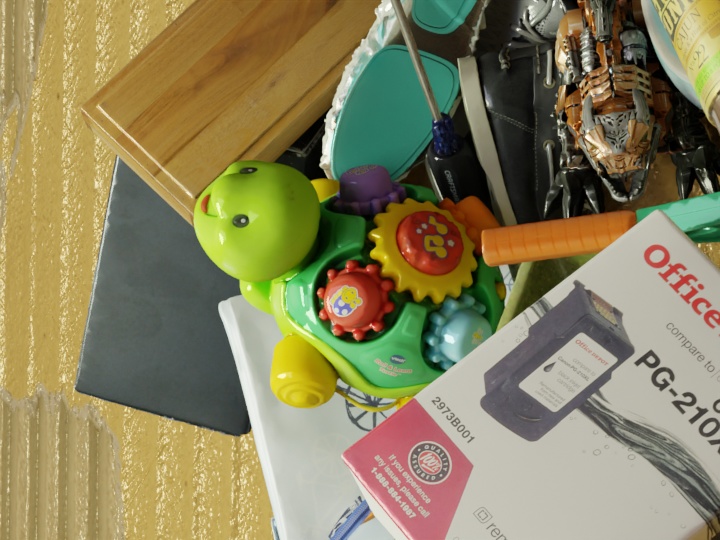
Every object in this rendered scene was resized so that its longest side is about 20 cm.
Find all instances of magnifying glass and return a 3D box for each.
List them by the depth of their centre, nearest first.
[{"bbox_3d":[0.161,-0.023,1.160,0.080,0.200,0.022,34,-129,-75],"label":"magnifying glass"}]

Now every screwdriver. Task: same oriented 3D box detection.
[{"bbox_3d":[0.042,-0.094,1.277,0.029,0.028,0.200,31,157,31],"label":"screwdriver"}]

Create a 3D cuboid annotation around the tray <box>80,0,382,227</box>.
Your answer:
[{"bbox_3d":[-0.061,-0.128,1.379,0.099,0.200,0.037,43,168,12],"label":"tray"}]

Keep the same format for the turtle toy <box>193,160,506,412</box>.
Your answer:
[{"bbox_3d":[0.000,0.000,1.267,0.101,0.200,0.146,128,154,-52],"label":"turtle toy"}]

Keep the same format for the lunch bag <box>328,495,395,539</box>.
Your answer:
[{"bbox_3d":[0.029,0.207,1.288,0.160,0.200,0.076,-51,48,7],"label":"lunch bag"}]

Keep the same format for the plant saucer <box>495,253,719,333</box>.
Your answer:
[{"bbox_3d":[0.153,0.094,1.161,0.200,0.048,0.200,15,69,20],"label":"plant saucer"}]

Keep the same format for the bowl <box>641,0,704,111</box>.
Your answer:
[{"bbox_3d":[0.213,-0.145,1.130,0.201,0.105,0.201,7,99,56],"label":"bowl"}]

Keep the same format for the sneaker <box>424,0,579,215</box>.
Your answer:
[{"bbox_3d":[0.095,-0.120,1.347,0.115,0.075,0.200,-2,89,55],"label":"sneaker"}]

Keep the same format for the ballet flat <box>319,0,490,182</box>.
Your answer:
[{"bbox_3d":[0.038,-0.139,1.336,0.072,0.072,0.200,44,112,48],"label":"ballet flat"}]

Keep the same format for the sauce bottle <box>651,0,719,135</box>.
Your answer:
[{"bbox_3d":[0.158,-0.145,1.060,0.065,0.065,0.200,-54,48,44],"label":"sauce bottle"}]

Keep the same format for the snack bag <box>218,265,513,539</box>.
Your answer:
[{"bbox_3d":[0.026,0.073,1.366,0.021,0.200,0.189,97,160,-70],"label":"snack bag"}]

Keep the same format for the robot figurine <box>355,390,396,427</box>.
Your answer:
[{"bbox_3d":[0.020,0.075,1.437,0.169,0.113,0.200,-24,69,25],"label":"robot figurine"}]

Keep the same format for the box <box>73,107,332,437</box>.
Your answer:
[{"bbox_3d":[-0.091,-0.028,1.510,0.197,0.124,0.200,-67,-9,-69],"label":"box"}]

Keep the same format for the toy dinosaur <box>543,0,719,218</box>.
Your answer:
[{"bbox_3d":[0.143,-0.102,1.215,0.102,0.200,0.136,5,134,26],"label":"toy dinosaur"}]

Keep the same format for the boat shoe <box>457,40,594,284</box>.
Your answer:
[{"bbox_3d":[0.109,-0.033,1.316,0.072,0.068,0.200,-106,1,-71],"label":"boat shoe"}]

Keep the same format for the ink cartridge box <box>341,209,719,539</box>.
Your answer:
[{"bbox_3d":[0.117,0.090,1.096,0.145,0.200,0.084,48,172,28],"label":"ink cartridge box"}]
